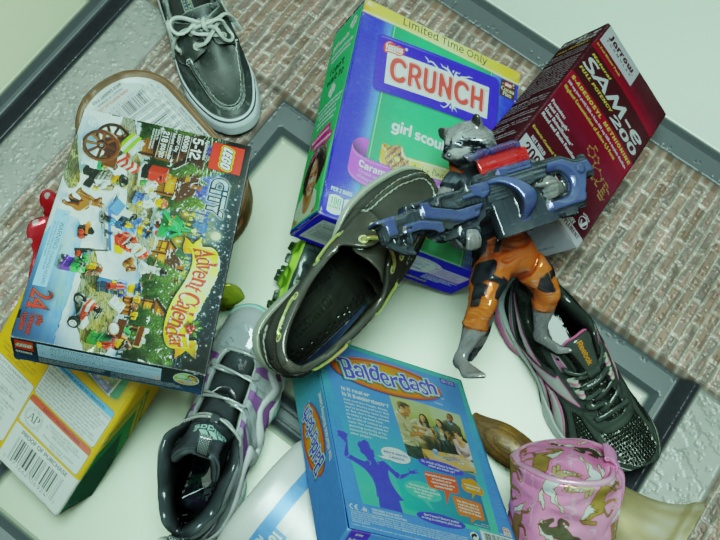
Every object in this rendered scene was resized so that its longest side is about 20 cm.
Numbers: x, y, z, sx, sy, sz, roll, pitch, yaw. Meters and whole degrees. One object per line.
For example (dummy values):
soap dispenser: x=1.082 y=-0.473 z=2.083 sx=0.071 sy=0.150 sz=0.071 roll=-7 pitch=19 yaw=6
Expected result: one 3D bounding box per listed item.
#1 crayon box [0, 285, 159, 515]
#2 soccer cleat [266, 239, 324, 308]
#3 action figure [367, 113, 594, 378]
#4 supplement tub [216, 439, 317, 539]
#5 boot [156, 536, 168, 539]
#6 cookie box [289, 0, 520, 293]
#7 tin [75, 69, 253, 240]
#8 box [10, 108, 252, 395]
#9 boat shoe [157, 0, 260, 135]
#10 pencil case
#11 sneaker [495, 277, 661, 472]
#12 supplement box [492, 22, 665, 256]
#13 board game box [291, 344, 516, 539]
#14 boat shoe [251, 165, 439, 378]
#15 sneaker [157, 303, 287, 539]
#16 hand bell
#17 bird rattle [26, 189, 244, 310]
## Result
crayon box: x=-0.229 y=0.079 z=0.809 sx=0.125 sy=0.051 sz=0.201 roll=40 pitch=111 yaw=11
soccer cleat: x=-0.018 y=-0.024 z=0.902 sx=0.080 sy=0.068 sz=0.202 roll=28 pitch=71 yaw=-6
action figure: x=0.083 y=-0.019 z=0.774 sx=0.197 sy=0.104 sz=0.197 roll=-9 pitch=93 yaw=-26
supplement tub: x=-0.004 y=0.239 z=0.775 sx=0.199 sy=0.132 sz=0.132 roll=38 pitch=74 yaw=12
boot: x=-0.141 y=0.255 z=0.731 sx=0.090 sy=0.200 sz=0.073 roll=34 pitch=87 yaw=6
cookie box: x=0.043 y=-0.105 z=0.880 sx=0.169 sy=0.075 sz=0.203 roll=19 pitch=70 yaw=-22
tin: x=-0.184 y=-0.101 z=0.935 sx=0.112 sy=0.042 sz=0.200 roll=-40 pitch=77 yaw=-10
box: x=-0.164 y=-0.018 z=0.748 sx=0.134 sy=0.038 sz=0.203 roll=11 pitch=59 yaw=-7
boat shoe: x=-0.149 y=-0.227 z=0.962 sx=0.073 sy=0.068 sz=0.202 roll=-16 pitch=73 yaw=-7
pencil case: x=0.154 y=0.229 z=0.766 sx=0.085 sy=0.083 sz=0.203 roll=-7 pitch=104 yaw=-27
sneaker: x=0.183 y=0.085 z=0.858 sx=0.080 sy=0.086 sz=0.201 roll=-36 pitch=77 yaw=-12
supplement box: x=0.187 y=-0.117 z=0.892 sx=0.109 sy=0.061 sz=0.200 roll=51 pitch=55 yaw=-17
board game box: x=0.030 y=0.146 z=0.769 sx=0.150 sy=0.045 sz=0.201 roll=20 pitch=31 yaw=-23
boat shoe: x=0.000 y=0.000 z=0.768 sx=0.072 sy=0.060 sz=0.202 roll=43 pitch=75 yaw=-17
sneaker: x=-0.110 y=0.119 z=0.790 sx=0.076 sy=0.140 sz=0.203 roll=11 pitch=81 yaw=3
hand bell: x=0.172 y=0.180 z=0.837 sx=0.199 sy=0.104 sz=0.104 roll=33 pitch=73 yaw=21
bird rattle: x=-0.187 y=-0.032 z=0.861 sx=0.198 sy=0.112 sz=0.165 roll=31 pitch=110 yaw=13
